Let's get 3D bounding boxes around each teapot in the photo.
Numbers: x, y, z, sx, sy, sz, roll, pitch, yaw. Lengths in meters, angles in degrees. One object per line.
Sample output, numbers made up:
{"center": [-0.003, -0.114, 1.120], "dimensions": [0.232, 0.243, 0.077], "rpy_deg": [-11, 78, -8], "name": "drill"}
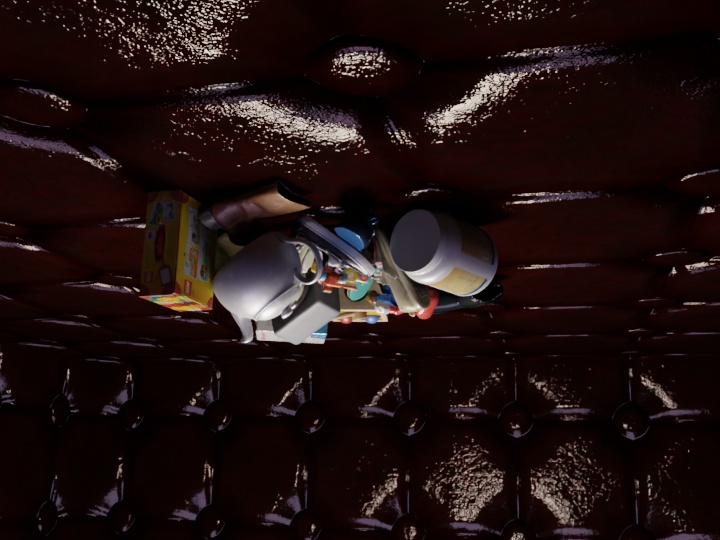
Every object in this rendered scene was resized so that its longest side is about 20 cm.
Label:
{"center": [-0.181, 0.027, 1.521], "dimensions": [0.197, 0.147, 0.200], "rpy_deg": [-38, 174, -18], "name": "teapot"}

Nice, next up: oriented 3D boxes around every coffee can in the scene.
{"center": [-0.229, 0.006, 1.745], "dimensions": [0.145, 0.149, 0.199], "rpy_deg": [-8, 162, 33], "name": "coffee can"}

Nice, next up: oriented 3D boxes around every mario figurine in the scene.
{"center": [0.101, 0.048, 1.840], "dimensions": [0.105, 0.126, 0.198], "rpy_deg": [11, 178, -44], "name": "mario figurine"}

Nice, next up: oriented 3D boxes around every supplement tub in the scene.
{"center": [0.166, -0.036, 1.535], "dimensions": [0.143, 0.147, 0.199], "rpy_deg": [-10, 161, 40], "name": "supplement tub"}

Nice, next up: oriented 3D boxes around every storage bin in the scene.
{"center": [-0.130, 0.080, 1.860], "dimensions": [0.199, 0.136, 0.145], "rpy_deg": [-36, 135, 26], "name": "storage bin"}

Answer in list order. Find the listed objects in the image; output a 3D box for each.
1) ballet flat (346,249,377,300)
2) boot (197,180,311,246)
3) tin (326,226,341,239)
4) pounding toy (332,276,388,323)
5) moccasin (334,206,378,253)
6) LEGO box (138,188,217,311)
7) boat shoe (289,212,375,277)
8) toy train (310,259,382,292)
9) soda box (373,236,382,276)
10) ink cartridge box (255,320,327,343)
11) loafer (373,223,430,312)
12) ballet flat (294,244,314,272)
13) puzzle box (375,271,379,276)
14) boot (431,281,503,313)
{"center": [0.000, 0.000, 1.839], "dimensions": [0.067, 0.076, 0.200], "rpy_deg": [-19, 161, -19], "name": "ballet flat"}
{"center": [-0.181, -0.115, 1.491], "dimensions": [0.197, 0.070, 0.188], "rpy_deg": [-14, 152, 26], "name": "boot"}
{"center": [-0.061, -0.052, 1.726], "dimensions": [0.110, 0.043, 0.200], "rpy_deg": [1, 166, -15], "name": "tin"}
{"center": [-0.021, 0.087, 2.042], "dimensions": [0.181, 0.145, 0.200], "rpy_deg": [0, 166, 5], "name": "pounding toy"}
{"center": [-0.007, -0.086, 1.523], "dimensions": [0.080, 0.069, 0.200], "rpy_deg": [35, 176, 1], "name": "moccasin"}
{"center": [-0.346, -0.034, 1.491], "dimensions": [0.076, 0.203, 0.149], "rpy_deg": [-3, 165, 18], "name": "LEGO box"}
{"center": [-0.060, -0.036, 1.569], "dimensions": [0.199, 0.067, 0.070], "rpy_deg": [37, 176, -24], "name": "boat shoe"}
{"center": [-0.036, 0.022, 1.658], "dimensions": [0.198, 0.056, 0.150], "rpy_deg": [8, -166, -41], "name": "toy train"}
{"center": [0.070, -0.029, 1.723], "dimensions": [0.062, 0.071, 0.200], "rpy_deg": [-5, 166, 6], "name": "soda box"}
{"center": [-0.193, 0.118, 2.177], "dimensions": [0.196, 0.147, 0.147], "rpy_deg": [3, 165, -6], "name": "ink cartridge box"}
{"center": [0.071, -0.001, 1.578], "dimensions": [0.068, 0.202, 0.075], "rpy_deg": [-34, 161, 30], "name": "loafer"}
{"center": [-0.142, -0.005, 1.636], "dimensions": [0.071, 0.072, 0.202], "rpy_deg": [11, 120, -35], "name": "ballet flat"}
{"center": [0.120, -0.008, 1.892], "dimensions": [0.198, 0.026, 0.132], "rpy_deg": [-8, 162, 33], "name": "puzzle box"}
{"center": [0.262, 0.064, 2.045], "dimensions": [0.197, 0.078, 0.168], "rpy_deg": [-3, 170, -11], "name": "boot"}
